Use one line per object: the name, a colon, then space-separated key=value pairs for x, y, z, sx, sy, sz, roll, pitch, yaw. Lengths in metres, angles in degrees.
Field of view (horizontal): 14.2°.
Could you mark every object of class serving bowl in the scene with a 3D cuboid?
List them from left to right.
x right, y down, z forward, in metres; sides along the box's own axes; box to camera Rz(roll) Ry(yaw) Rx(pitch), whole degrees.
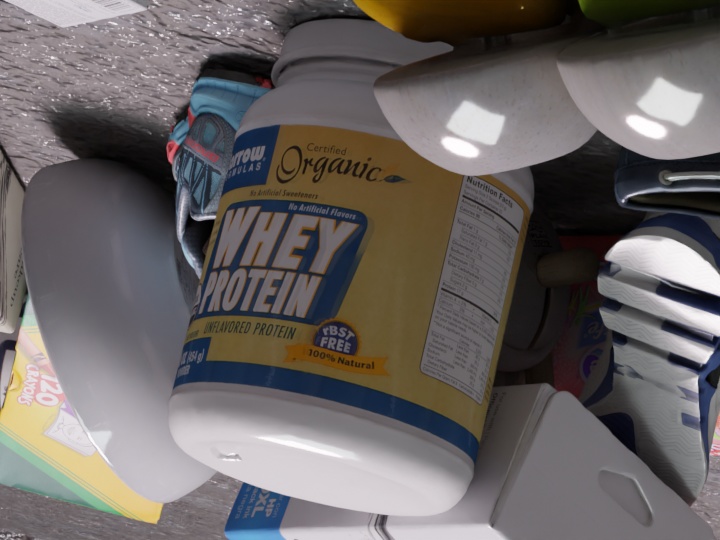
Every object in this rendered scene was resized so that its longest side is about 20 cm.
serving bowl: x=-0.113 y=0.025 z=1.611 sx=0.065 sy=0.201 sz=0.200 roll=-21 pitch=154 yaw=16

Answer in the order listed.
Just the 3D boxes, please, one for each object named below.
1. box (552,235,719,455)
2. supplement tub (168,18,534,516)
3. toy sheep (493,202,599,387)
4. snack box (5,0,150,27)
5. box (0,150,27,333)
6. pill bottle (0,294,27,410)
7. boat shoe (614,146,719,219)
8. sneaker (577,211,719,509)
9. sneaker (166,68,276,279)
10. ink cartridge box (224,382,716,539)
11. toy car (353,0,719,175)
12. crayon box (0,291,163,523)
box: x=0.170 y=0.040 z=1.537 sx=0.199 sy=0.095 sz=0.102 roll=0 pitch=161 yaw=43
supplement tub: x=0.000 y=0.000 z=1.332 sx=0.144 sy=0.201 sz=0.145 roll=12 pitch=166 yaw=3
toy sheep: x=0.046 y=0.017 z=1.501 sx=0.199 sy=0.139 sz=0.138 roll=-12 pitch=153 yaw=38
snack box: x=-0.188 y=-0.158 z=1.267 sx=0.199 sy=0.024 sz=0.072 roll=24 pitch=163 yaw=-36
box: x=-0.244 y=-0.028 z=1.706 sx=0.068 sy=0.083 sz=0.200 roll=11 pitch=167 yaw=7
pill bottle: x=-0.197 y=0.076 z=1.994 sx=0.199 sy=0.112 sz=0.111 roll=8 pitch=165 yaw=24
boat shoe: x=0.211 y=-0.033 z=1.286 sx=0.199 sy=0.062 sz=0.075 roll=15 pitch=164 yaw=-7
sneaker: x=0.161 y=0.026 z=1.416 sx=0.080 sy=0.115 sz=0.200 roll=24 pitch=136 yaw=15
sneaker: x=-0.071 y=-0.034 z=1.482 sx=0.079 sy=0.096 sz=0.200 roll=14 pitch=166 yaw=2
ink cartridge box: x=0.054 y=0.131 z=1.438 sx=0.199 sy=0.085 sz=0.144 roll=-8 pitch=140 yaw=48
toy car: x=0.084 y=-0.129 z=0.904 sx=0.149 sy=0.176 sz=0.199 roll=-20 pitch=-169 yaw=-40
crayon box: x=-0.161 y=0.065 z=1.833 sx=0.118 sy=0.058 sz=0.201 roll=15 pitch=133 yaw=-4
